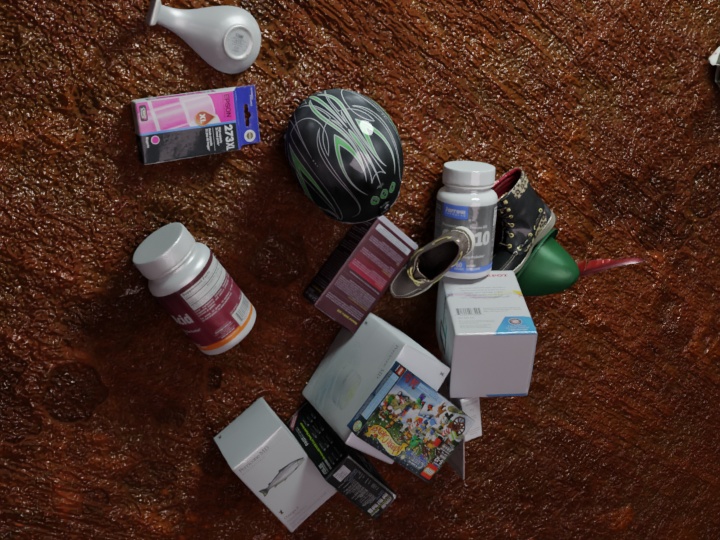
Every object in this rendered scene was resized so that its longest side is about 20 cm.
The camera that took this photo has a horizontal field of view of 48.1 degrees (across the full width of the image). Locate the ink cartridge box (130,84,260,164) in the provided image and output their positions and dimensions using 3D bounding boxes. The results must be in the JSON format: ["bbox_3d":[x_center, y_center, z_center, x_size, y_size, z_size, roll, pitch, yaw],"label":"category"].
[{"bbox_3d":[-0.249,-0.228,1.251,0.199,0.037,0.095,-14,115,-26],"label":"ink cartridge box"}]

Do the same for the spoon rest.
[{"bbox_3d":[-0.233,-0.360,1.205,0.199,0.060,0.100,10,105,-45],"label":"spoon rest"}]

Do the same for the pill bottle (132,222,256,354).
[{"bbox_3d":[-0.265,0.029,1.288,0.114,0.114,0.200,-40,121,-10],"label":"pill bottle"}]

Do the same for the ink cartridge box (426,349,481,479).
[{"bbox_3d":[0.164,0.274,1.560,0.044,0.200,0.177,-15,116,-20],"label":"ink cartridge box"}]

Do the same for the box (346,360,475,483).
[{"bbox_3d":[0.089,0.261,1.372,0.200,0.038,0.137,39,87,-33],"label":"box"}]

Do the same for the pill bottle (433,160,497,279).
[{"bbox_3d":[0.194,-0.095,1.491,0.113,0.114,0.201,-8,112,-26],"label":"pill bottle"}]

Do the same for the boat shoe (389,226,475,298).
[{"bbox_3d":[0.119,-0.007,1.459,0.072,0.200,0.059,55,33,3],"label":"boat shoe"}]

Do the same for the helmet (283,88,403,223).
[{"bbox_3d":[-0.026,-0.193,1.303,0.200,0.200,0.191,-36,138,-12],"label":"helmet"}]

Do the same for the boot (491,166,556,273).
[{"bbox_3d":[0.286,-0.088,1.568,0.200,0.073,0.151,-46,124,-11],"label":"boot"}]

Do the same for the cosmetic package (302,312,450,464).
[{"bbox_3d":[0.023,0.201,1.457,0.123,0.200,0.200,30,92,-33],"label":"cosmetic package"}]

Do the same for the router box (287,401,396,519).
[{"bbox_3d":[-0.037,0.344,1.476,0.062,0.200,0.150,-45,122,-2],"label":"router box"}]

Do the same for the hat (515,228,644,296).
[{"bbox_3d":[0.409,0.028,1.576,0.165,0.176,0.201,-27,149,-57],"label":"hat"}]

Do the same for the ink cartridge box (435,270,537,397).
[{"bbox_3d":[0.224,0.112,1.484,0.146,0.200,0.147,-1,123,-2],"label":"ink cartridge box"}]

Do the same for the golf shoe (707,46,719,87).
[{"bbox_3d":[0.817,-0.413,1.750,0.088,0.077,0.200,-33,120,9],"label":"golf shoe"}]

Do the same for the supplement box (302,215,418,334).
[{"bbox_3d":[0.000,0.000,1.453,0.109,0.061,0.200,38,87,-32],"label":"supplement box"}]

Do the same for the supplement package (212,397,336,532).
[{"bbox_3d":[-0.154,0.353,1.466,0.117,0.117,0.200,-40,122,-9],"label":"supplement package"}]
